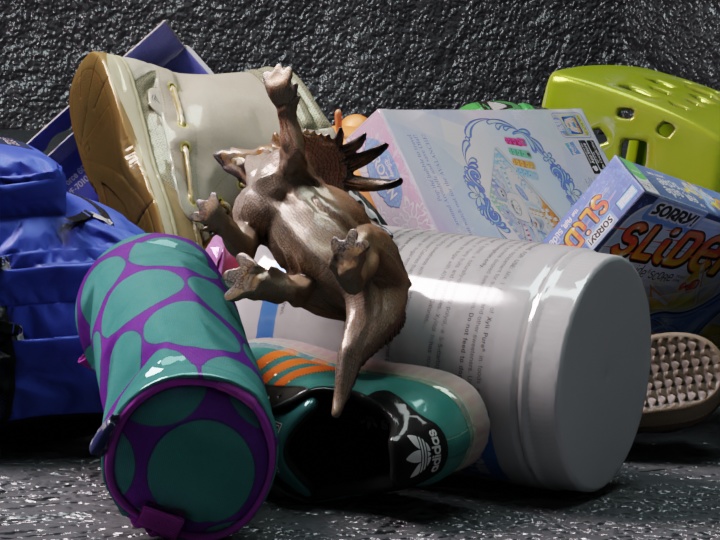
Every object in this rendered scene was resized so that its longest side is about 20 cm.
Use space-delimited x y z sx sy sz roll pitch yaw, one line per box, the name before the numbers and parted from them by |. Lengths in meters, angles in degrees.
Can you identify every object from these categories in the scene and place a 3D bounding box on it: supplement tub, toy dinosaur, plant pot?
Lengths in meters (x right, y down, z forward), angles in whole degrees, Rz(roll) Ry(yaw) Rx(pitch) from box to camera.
supplement tub | 0.042 0.044 1.441 0.199 0.132 0.132 7 8 29
toy dinosaur | -0.015 -0.015 1.371 0.086 0.200 0.135 -35 -28 14
plant pot | 0.238 -0.035 1.955 0.181 0.201 0.199 15 11 25

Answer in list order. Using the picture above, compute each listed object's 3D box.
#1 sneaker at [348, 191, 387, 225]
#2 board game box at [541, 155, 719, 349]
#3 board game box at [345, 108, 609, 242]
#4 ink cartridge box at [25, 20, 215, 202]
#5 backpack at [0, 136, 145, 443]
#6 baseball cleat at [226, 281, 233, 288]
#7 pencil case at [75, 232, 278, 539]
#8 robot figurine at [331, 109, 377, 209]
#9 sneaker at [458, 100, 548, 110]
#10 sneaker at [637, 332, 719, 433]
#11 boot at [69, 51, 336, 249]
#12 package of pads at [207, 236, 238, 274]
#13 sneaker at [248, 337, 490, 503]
sneaker | 0.000 0.000 1.588 0.066 0.200 0.091 -35 33 8
board game box | 0.178 0.009 1.622 0.200 0.135 0.034 14 32 -48
board game box | 0.108 -0.013 1.738 0.199 0.200 0.043 -2 -29 -45
ink cartridge box | -0.158 -0.049 1.691 0.047 0.198 0.200 47 -1 16
backpack | -0.202 0.011 1.453 0.199 0.168 0.162 2 14 -23
baseball cleat | -0.076 0.047 1.694 0.106 0.070 0.200 -21 17 -41
pencil case | -0.094 0.054 1.302 0.085 0.093 0.200 33 13 -19
robot figurine | -0.013 -0.018 1.798 0.117 0.200 0.144 40 67 23
sneaker | 0.062 -0.040 1.899 0.085 0.200 0.078 14 26 -28
sneaker | 0.112 0.078 1.547 0.199 0.071 0.076 -1 -21 2
boot | -0.078 -0.039 1.580 0.154 0.201 0.072 0 -30 -34
package of pads | -0.109 0.002 1.937 0.120 0.076 0.200 8 8 23
sneaker | -0.038 0.078 1.368 0.199 0.072 0.080 1 11 33
